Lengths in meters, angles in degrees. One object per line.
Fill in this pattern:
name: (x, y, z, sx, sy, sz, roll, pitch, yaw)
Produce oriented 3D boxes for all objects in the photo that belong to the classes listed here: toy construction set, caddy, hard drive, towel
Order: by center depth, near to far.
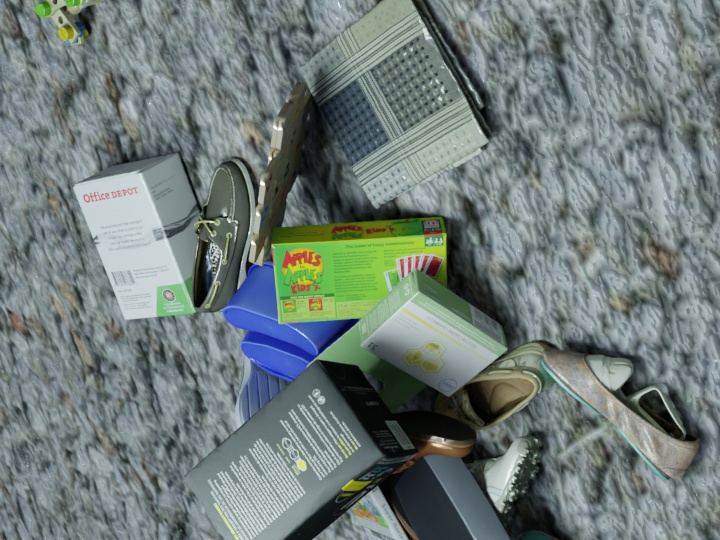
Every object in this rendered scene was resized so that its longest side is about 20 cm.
towel: (0.040, -0.188, 1.263, 0.199, 0.034, 0.195, -26, 94, 44)
hard drive: (0.114, 0.311, 1.385, 0.201, 0.042, 0.136, 58, 145, 26)
toy construction set: (-0.389, -0.391, 1.430, 0.130, 0.092, 0.201, -27, 107, 42)
caddy: (-0.076, 0.062, 1.431, 0.198, 0.105, 0.143, 16, 142, 35)

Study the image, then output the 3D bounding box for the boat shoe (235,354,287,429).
boat shoe: (-0.128, 0.166, 1.482, 0.071, 0.201, 0.063, 10, 126, -9)

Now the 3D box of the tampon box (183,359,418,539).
tampon box: (-0.062, 0.213, 1.250, 0.199, 0.150, 0.127, -41, 74, 10)

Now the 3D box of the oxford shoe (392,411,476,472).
oxford shoe: (0.053, 0.207, 1.351, 0.198, 0.071, 0.073, 0, 97, 39)

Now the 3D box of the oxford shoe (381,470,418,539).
oxford shoe: (0.093, 0.348, 1.487, 0.200, 0.071, 0.071, 48, 141, 6)

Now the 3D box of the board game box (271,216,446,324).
board game box: (0.000, 0.000, 1.308, 0.196, 0.048, 0.103, -4, 116, 0)

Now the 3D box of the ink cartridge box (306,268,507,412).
ink cartridge box: (0.051, 0.101, 1.323, 0.144, 0.048, 0.200, 31, 121, -28)

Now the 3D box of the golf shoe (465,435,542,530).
golf shoe: (0.152, 0.261, 1.393, 0.097, 0.078, 0.202, 38, 130, 21)

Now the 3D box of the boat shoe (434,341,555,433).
boat shoe: (0.148, 0.145, 1.336, 0.074, 0.063, 0.200, 51, 133, 0)

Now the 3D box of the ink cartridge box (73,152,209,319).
ink cartridge box: (-0.282, -0.045, 1.536, 0.144, 0.084, 0.203, -5, 111, 38)

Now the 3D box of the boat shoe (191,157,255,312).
boat shoe: (-0.180, -0.041, 1.460, 0.072, 0.060, 0.205, 25, 116, 42)

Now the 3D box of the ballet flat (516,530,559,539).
ballet flat: (0.279, 0.375, 1.379, 0.198, 0.068, 0.063, 25, 155, 28)

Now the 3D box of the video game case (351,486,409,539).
video game case: (0.017, 0.324, 1.518, 0.202, 0.018, 0.143, 61, 162, -7)

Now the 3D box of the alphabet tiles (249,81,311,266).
alphabet tiles: (-0.093, -0.108, 1.290, 0.014, 0.197, 0.202, 16, 129, 3)

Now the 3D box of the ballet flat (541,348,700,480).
ballet flat: (0.288, 0.138, 1.239, 0.199, 0.068, 0.067, 42, 112, 3)
